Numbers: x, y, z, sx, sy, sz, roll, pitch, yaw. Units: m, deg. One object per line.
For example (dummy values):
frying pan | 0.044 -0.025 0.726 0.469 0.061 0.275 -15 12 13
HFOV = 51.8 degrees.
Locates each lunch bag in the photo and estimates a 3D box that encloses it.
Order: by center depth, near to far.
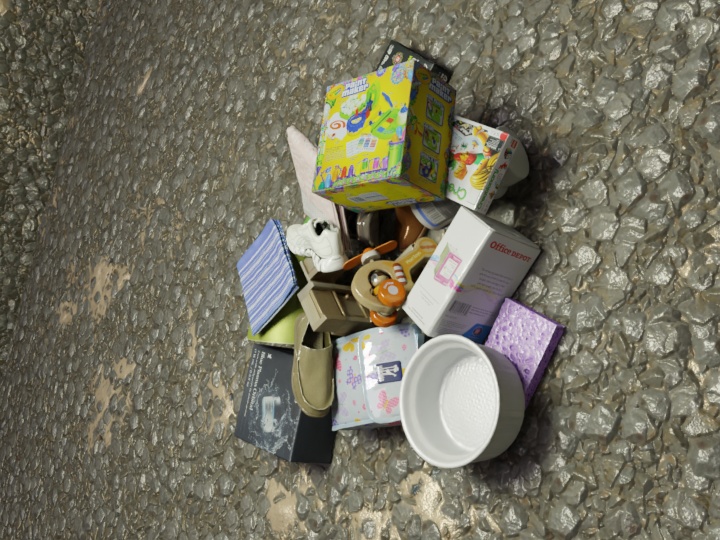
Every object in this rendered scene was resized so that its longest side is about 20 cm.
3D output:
lunch bag | 0.036 0.194 1.336 0.198 0.126 0.173 -18 70 42

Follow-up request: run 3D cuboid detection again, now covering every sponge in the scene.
sponge | 0.241 0.156 1.203 0.111 0.030 0.203 33 104 46

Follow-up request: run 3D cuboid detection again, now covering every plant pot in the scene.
plant pot | -0.129 0.042 1.490 0.185 0.185 0.204 1 87 46

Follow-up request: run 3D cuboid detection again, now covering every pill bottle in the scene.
pill bottle | 0.185 -0.160 1.286 0.199 0.113 0.116 -28 60 38

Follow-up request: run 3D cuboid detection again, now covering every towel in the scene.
towel | -0.081 -0.154 1.406 0.200 0.032 0.193 49 156 49
towel | -0.186 0.008 1.437 0.145 0.024 0.202 -47 41 24

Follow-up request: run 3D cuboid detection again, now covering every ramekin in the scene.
ramekin | 0.164 0.208 1.177 0.198 0.097 0.205 -12 72 43

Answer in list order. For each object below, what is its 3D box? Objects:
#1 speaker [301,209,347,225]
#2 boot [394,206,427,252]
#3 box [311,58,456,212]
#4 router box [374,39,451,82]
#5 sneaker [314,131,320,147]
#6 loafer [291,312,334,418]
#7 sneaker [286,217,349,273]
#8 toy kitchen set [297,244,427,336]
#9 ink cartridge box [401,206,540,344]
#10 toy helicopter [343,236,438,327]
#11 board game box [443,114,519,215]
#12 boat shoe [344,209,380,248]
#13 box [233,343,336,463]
speaker | -0.054 -0.122 1.548 0.201 0.088 0.089 -52 48 23
boot | 0.067 -0.144 1.374 0.076 0.154 0.203 25 98 46
box | 0.038 -0.215 1.229 0.198 0.121 0.196 -3 74 44
router box | 0.074 -0.340 1.488 0.150 0.062 0.202 43 110 42
sneaker | -0.052 -0.274 1.523 0.107 0.074 0.201 58 156 22
loafer | -0.086 0.163 1.345 0.068 0.075 0.204 128 137 -60
sneaker | -0.082 -0.063 1.369 0.199 0.074 0.083 29 132 55
toy kitchen set | 0.000 0.000 1.361 0.180 0.198 0.165 -45 58 28
ink cartridge box | 0.183 0.013 1.219 0.202 0.143 0.085 -59 44 17
toy helicopter | 0.060 -0.005 1.297 0.132 0.199 0.079 41 145 19
board game box | 0.155 -0.184 1.215 0.199 0.034 0.128 33 102 47
boat shoe | 0.000 -0.082 1.411 0.072 0.200 0.076 -1 94 4
box | -0.141 0.267 1.512 0.198 0.116 0.201 8 85 46
